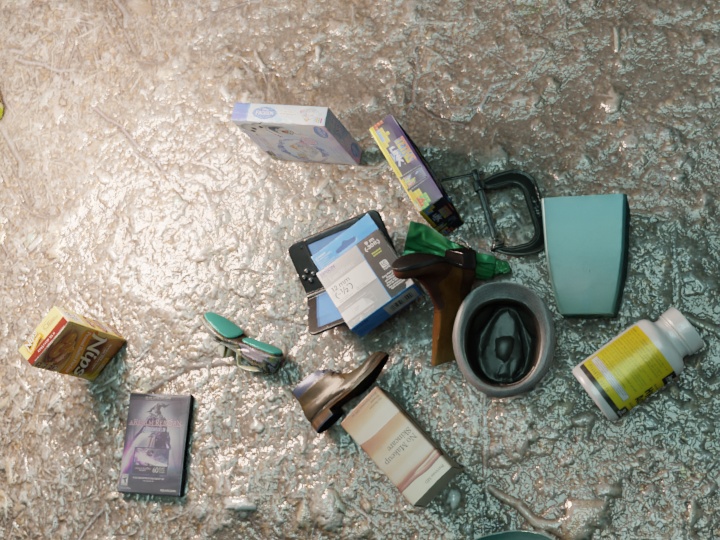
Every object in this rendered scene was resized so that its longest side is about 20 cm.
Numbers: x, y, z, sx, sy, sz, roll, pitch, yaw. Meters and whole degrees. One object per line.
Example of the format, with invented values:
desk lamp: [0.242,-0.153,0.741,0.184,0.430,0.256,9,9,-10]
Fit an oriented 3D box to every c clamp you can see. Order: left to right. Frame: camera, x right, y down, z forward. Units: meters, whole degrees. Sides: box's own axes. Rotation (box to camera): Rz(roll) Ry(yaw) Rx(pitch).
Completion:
c clamp: [0.261,-0.110,1.681,0.171,0.027,0.200,-19,70,-3]

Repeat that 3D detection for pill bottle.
pill bottle: [0.465,0.152,1.501,0.200,0.111,0.111,-38,67,7]

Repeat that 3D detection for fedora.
fedora: [0.254,0.123,1.587,0.177,0.090,0.200,-4,84,11]

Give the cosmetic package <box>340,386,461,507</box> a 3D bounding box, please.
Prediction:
cosmetic package: [0.072,0.316,1.608,0.103,0.087,0.200,-47,66,1]

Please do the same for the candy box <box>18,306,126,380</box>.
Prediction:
candy box: [-0.579,0.151,1.821,0.055,0.200,0.115,40,91,25]

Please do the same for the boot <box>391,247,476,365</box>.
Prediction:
boot: [0.128,0.067,1.581,0.068,0.188,0.200,12,105,43]

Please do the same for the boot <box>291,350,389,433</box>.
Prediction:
boot: [-0.042,0.203,1.687,0.200,0.075,0.097,-46,69,5]

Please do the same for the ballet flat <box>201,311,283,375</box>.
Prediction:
ballet flat: [-0.244,0.152,1.779,0.200,0.072,0.072,26,85,25]

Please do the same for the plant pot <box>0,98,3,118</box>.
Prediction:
plant pot: [-0.975,-0.429,2.128,0.181,0.199,0.200,-27,68,3]

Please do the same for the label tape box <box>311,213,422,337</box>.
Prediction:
label tape box: [0.000,0.000,1.650,0.143,0.066,0.200,-36,65,6]

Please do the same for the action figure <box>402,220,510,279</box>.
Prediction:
action figure: [0.181,-0.029,1.666,0.200,0.118,0.055,19,53,7]

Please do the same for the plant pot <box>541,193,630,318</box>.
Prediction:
plant pot: [0.395,-0.018,1.563,0.141,0.141,0.200,-2,82,19]

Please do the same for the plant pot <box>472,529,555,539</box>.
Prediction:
plant pot: [0.240,0.529,1.450,0.200,0.200,0.134,-12,99,16]

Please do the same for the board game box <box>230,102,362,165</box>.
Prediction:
board game box: [-0.122,-0.268,1.773,0.199,0.200,0.043,8,77,21]

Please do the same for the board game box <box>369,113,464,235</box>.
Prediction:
board game box: [0.108,-0.176,1.687,0.057,0.165,0.200,-33,68,9]

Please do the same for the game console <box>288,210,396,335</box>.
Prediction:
game console: [-0.031,0.002,1.707,0.200,0.118,0.171,-22,96,12]

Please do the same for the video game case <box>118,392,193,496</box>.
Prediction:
video game case: [-0.412,0.349,1.809,0.143,0.019,0.200,-1,76,19]
